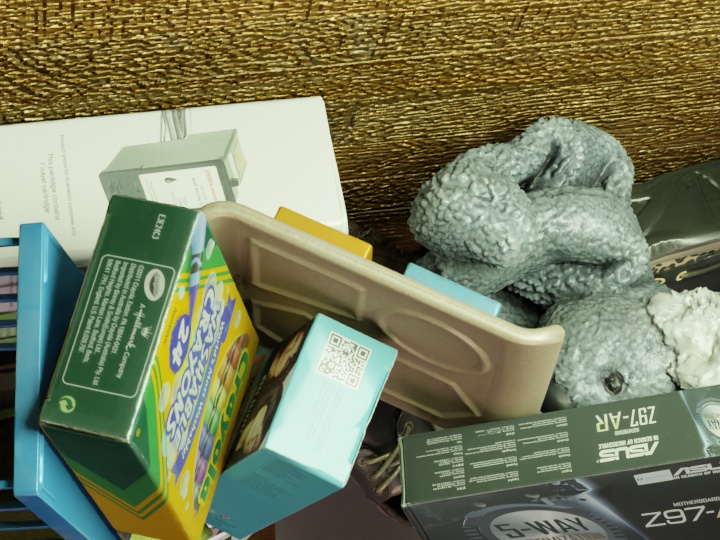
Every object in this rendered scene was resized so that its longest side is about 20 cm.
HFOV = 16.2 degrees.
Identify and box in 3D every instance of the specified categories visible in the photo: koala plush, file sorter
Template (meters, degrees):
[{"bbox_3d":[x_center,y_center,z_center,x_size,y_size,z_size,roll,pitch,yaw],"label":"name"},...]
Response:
[{"bbox_3d":[0.134,0.029,1.455,0.184,0.200,0.177,-31,156,-38],"label":"koala plush"},{"bbox_3d":[-0.201,0.075,1.328,0.123,0.139,0.200,-4,162,6],"label":"file sorter"}]

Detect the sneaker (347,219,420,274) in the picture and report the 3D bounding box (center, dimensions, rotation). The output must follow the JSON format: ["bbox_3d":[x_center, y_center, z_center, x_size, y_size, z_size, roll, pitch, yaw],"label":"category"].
[{"bbox_3d":[0.000,0.000,1.550,0.200,0.076,0.070,3,175,-26],"label":"sneaker"}]

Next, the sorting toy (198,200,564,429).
[{"bbox_3d":[0.007,0.027,1.354,0.200,0.036,0.185,20,160,5],"label":"sorting toy"}]

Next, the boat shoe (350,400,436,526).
[{"bbox_3d":[0.019,0.103,1.587,0.074,0.073,0.200,-36,151,0],"label":"boat shoe"}]

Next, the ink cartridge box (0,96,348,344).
[{"bbox_3d":[-0.118,-0.025,1.415,0.200,0.084,0.146,-6,162,-11],"label":"ink cartridge box"}]

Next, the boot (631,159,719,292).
[{"bbox_3d":[0.164,-0.002,1.636,0.200,0.073,0.151,-14,155,-7],"label":"boot"}]

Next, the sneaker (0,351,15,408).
[{"bbox_3d":[-0.197,0.047,1.628,0.200,0.079,0.078,-1,154,-46],"label":"sneaker"}]

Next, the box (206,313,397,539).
[{"bbox_3d":[-0.046,0.090,1.394,0.049,0.082,0.200,26,159,-11],"label":"box"}]

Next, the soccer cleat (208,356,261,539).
[{"bbox_3d":[-0.087,0.130,1.576,0.085,0.069,0.200,14,123,-39],"label":"soccer cleat"}]

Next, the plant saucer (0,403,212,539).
[{"bbox_3d":[-0.220,0.134,1.507,0.200,0.048,0.200,-17,-157,-26],"label":"plant saucer"}]

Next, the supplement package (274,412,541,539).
[{"bbox_3d":[0.044,0.150,1.838,0.147,0.191,0.200,-7,168,25],"label":"supplement package"}]

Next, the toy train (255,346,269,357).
[{"bbox_3d":[-0.053,0.061,1.630,0.200,0.085,0.114,-43,136,6],"label":"toy train"}]

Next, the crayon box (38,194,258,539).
[{"bbox_3d":[-0.102,0.061,1.311,0.052,0.126,0.200,11,159,12],"label":"crayon box"}]

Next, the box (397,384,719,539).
[{"bbox_3d":[0.136,0.128,1.414,0.200,0.044,0.160,-10,150,11],"label":"box"}]
